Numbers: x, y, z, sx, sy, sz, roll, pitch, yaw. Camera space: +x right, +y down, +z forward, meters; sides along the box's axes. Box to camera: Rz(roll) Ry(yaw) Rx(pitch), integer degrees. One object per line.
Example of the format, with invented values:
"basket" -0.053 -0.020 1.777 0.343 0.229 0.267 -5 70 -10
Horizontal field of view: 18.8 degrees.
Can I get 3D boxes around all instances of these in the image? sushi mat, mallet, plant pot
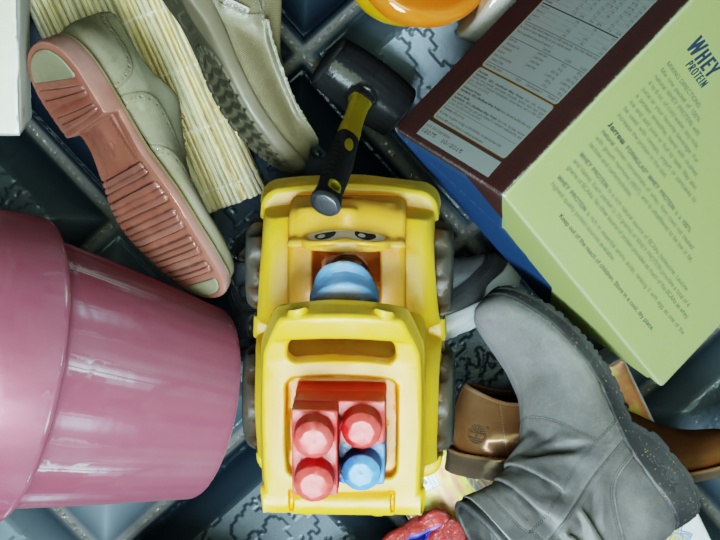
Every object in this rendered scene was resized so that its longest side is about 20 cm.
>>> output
"sushi mat" -0.145 -0.124 1.434 0.096 0.012 0.200 -24 102 1
"mallet" -0.015 -0.091 1.363 0.066 0.200 0.041 39 116 -4
"plant pot" -0.182 0.070 1.388 0.179 0.200 0.200 11 100 -23

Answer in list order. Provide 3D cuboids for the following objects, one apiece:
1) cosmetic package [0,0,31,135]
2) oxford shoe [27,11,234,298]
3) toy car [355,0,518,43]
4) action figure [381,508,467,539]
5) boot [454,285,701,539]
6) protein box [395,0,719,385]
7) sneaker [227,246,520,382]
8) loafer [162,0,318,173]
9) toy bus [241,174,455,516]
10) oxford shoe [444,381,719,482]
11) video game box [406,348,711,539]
"cosmetic package" -0.311 -0.141 1.380 0.200 0.071 0.105 2 103 -3
"oxford shoe" -0.130 -0.076 1.397 0.074 0.071 0.200 -42 109 -38
"toy car" 0.061 -0.243 1.358 0.175 0.150 0.200 26 98 -9
"action figure" 0.002 0.216 1.443 0.200 0.099 0.065 -23 102 15
"boot" 0.107 0.113 1.358 0.132 0.070 0.200 -34 74 -21
"protein box" 0.172 -0.079 1.360 0.200 0.135 0.199 -46 126 -4
"sneaker" 0.000 0.000 1.437 0.200 0.075 0.114 -19 105 1
"loafer" -0.076 -0.156 1.399 0.067 0.076 0.200 -32 104 -13
"toy bus" -0.011 0.055 1.319 0.136 0.192 0.200 1 104 4
"oxford shoe" 0.158 0.105 1.433 0.200 0.071 0.071 4 94 -5
"video game box" 0.139 0.180 1.501 0.182 0.047 0.200 -28 102 -1
